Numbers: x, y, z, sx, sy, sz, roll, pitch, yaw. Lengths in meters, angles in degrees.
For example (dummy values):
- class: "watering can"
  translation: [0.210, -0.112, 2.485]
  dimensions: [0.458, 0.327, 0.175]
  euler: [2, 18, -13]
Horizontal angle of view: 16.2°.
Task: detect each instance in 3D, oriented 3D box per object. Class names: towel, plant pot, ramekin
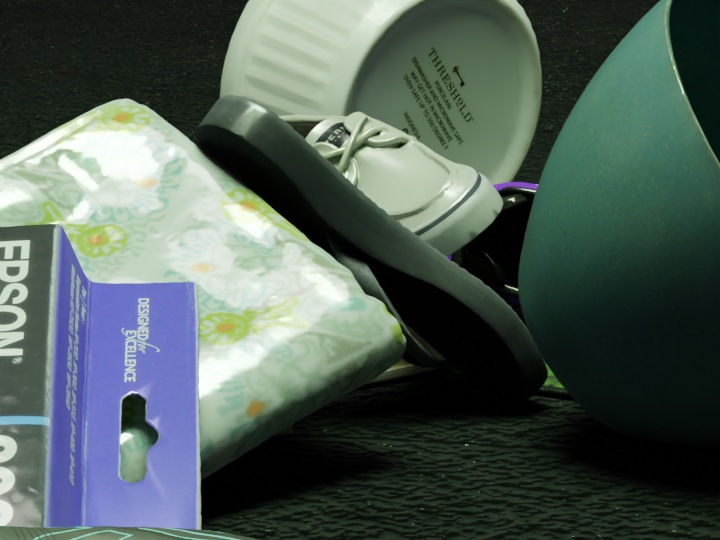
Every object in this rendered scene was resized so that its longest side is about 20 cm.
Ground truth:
- class: "towel"
  translation: [-0.106, 0.014, 1.096]
  dimensions: [0.171, 0.048, 0.200]
  euler: [-31, 52, -27]
- class: "plant pot"
  translation: [0.146, -0.003, 1.086]
  dimensions: [0.134, 0.201, 0.200]
  euler: [-37, -4, 27]
- class: "ramekin"
  translation: [0.021, -0.105, 1.525]
  dimensions: [0.201, 0.204, 0.094]
  euler: [-12, 26, -35]

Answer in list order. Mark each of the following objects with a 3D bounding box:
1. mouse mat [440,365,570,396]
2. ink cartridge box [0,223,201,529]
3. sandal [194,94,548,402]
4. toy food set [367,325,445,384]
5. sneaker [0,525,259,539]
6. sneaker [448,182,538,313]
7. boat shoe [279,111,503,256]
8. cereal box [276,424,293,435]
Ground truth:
- class: "mouse mat"
  translation: [0.159, 0.042, 1.233]
  dimensions: [0.199, 0.008, 0.160]
  euler: [7, 16, 37]
- class: "ink cartridge box"
  translation: [-0.160, 0.058, 0.979]
  dimensions: [0.198, 0.044, 0.199]
  euler: [-3, 39, -3]
- class: "sandal"
  translation: [-0.001, 0.000, 1.163]
  dimensions: [0.043, 0.200, 0.076]
  euler: [-55, 12, -18]
- class: "toy food set"
  translation: [-0.057, 0.019, 1.269]
  dimensions: [0.198, 0.061, 0.143]
  euler: [-10, 13, -24]
- class: "sneaker"
  translation: [-0.086, 0.120, 0.833]
  dimensions: [0.198, 0.076, 0.079]
  euler: [4, -1, 5]
- class: "sneaker"
  translation: [0.078, -0.015, 1.278]
  dimensions: [0.099, 0.070, 0.199]
  euler: [10, -4, -40]
- class: "boat shoe"
  translation: [-0.001, -0.047, 1.264]
  dimensions: [0.072, 0.066, 0.200]
  euler: [-39, 22, -13]
- class: "cereal box"
  translation: [-0.136, 0.024, 1.148]
  dimensions: [0.198, 0.040, 0.145]
  euler: [-6, 45, -6]
